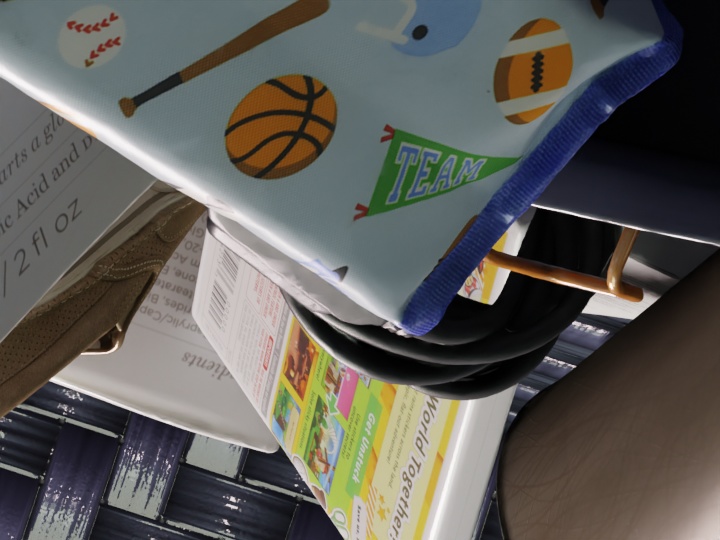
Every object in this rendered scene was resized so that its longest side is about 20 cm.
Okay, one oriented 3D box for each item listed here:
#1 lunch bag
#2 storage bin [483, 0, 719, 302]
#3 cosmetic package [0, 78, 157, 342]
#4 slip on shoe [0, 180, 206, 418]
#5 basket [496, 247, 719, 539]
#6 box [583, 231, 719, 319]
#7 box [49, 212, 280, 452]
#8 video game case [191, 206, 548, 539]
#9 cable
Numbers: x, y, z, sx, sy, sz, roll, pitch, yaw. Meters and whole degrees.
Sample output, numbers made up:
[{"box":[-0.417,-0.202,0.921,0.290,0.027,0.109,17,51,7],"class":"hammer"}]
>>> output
[{"box":[-0.039,-0.110,0.710,0.170,0.124,0.200,36,-167,-40],"class":"lunch bag"},{"box":[0.092,-0.063,0.831,0.199,0.146,0.134,14,-178,34],"class":"storage bin"},{"box":[-0.184,-0.080,0.908,0.165,0.165,0.200,13,138,34],"class":"cosmetic package"},{"box":[-0.100,0.000,1.039,0.076,0.061,0.200,-7,-162,31],"class":"slip on shoe"},{"box":[0.152,0.053,0.957,0.180,0.136,0.200,46,143,14],"class":"basket"},{"box":[0.084,-0.043,1.109,0.124,0.098,0.200,23,172,-32],"class":"box"},{"box":[-0.121,-0.040,1.285,0.199,0.172,0.199,21,178,-19],"class":"box"},{"box":[0.000,0.000,1.089,0.023,0.200,0.182,-13,-133,-28],"class":"video game case"},{"box":[0.012,-0.053,0.918,0.051,0.164,0.200,-16,141,41],"class":"cable"}]
